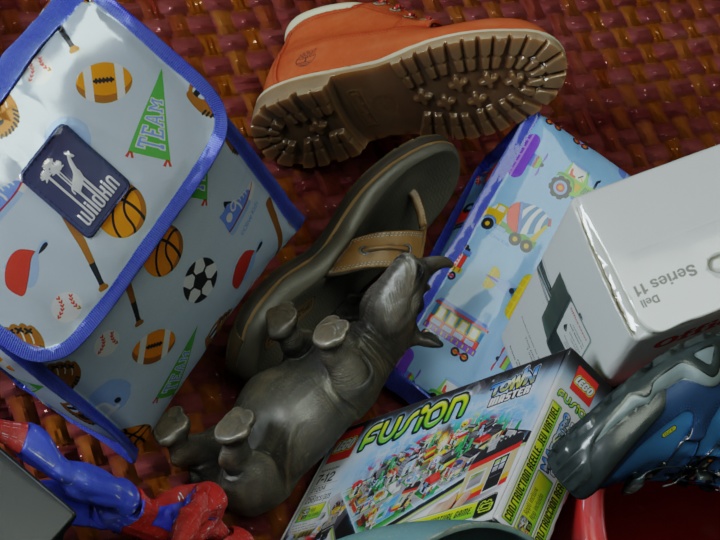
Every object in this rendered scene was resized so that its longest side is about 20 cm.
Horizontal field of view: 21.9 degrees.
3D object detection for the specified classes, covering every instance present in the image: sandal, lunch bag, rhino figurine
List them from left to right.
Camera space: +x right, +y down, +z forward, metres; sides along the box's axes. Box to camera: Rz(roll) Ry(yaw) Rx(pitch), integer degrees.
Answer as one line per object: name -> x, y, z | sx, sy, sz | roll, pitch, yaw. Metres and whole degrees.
lunch bag -> -0.139, -0.025, 0.939 | 0.123, 0.200, 0.171 | 25, 72, 35
rhino figurine -> -0.021, 0.057, 1.033 | 0.200, 0.088, 0.060 | -42, 50, -18
sandal -> 0.000, 0.000, 1.089 | 0.054, 0.082, 0.200 | 31, 55, 24
lunch bag -> 0.107, 0.032, 1.126 | 0.150, 0.094, 0.201 | 33, 64, -5

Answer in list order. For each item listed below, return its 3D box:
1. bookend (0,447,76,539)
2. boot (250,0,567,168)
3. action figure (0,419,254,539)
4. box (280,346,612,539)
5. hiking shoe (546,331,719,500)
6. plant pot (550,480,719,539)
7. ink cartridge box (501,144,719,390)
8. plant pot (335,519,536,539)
bookend -> -0.157, 0.157, 0.812 | 0.198, 0.200, 0.092 | 39, 56, 6
boot -> 0.032, -0.134, 1.144 | 0.198, 0.075, 0.108 | -8, 44, 19
action figure -> -0.132, 0.141, 0.945 | 0.199, 0.065, 0.100 | 21, 48, -36
box -> 0.036, 0.115, 0.972 | 0.035, 0.199, 0.111 | 43, 52, -19
hiking shoe -> 0.180, 0.078, 0.900 | 0.199, 0.074, 0.087 | -19, 71, -33
plant pot -> 0.162, 0.176, 0.992 | 0.198, 0.183, 0.202 | 12, 59, -21
ink cartridge box -> 0.170, 0.012, 1.000 | 0.145, 0.200, 0.084 | -20, 72, -14
plant pot -> -0.002, 0.208, 0.859 | 0.199, 0.134, 0.203 | -4, 95, -47
